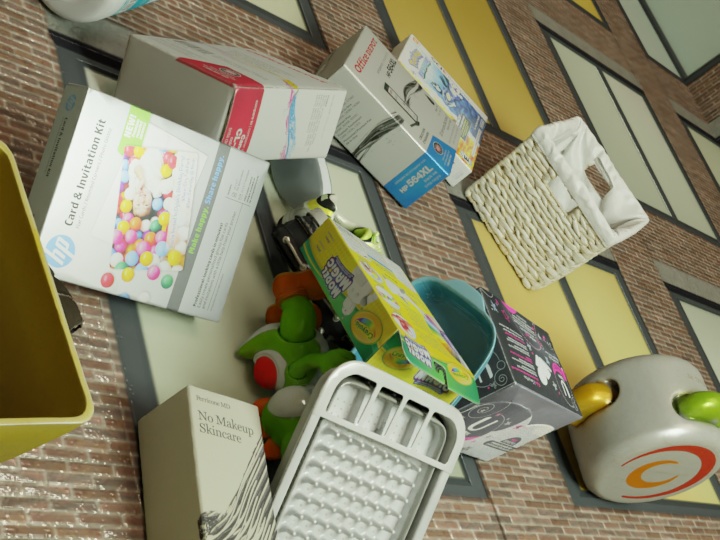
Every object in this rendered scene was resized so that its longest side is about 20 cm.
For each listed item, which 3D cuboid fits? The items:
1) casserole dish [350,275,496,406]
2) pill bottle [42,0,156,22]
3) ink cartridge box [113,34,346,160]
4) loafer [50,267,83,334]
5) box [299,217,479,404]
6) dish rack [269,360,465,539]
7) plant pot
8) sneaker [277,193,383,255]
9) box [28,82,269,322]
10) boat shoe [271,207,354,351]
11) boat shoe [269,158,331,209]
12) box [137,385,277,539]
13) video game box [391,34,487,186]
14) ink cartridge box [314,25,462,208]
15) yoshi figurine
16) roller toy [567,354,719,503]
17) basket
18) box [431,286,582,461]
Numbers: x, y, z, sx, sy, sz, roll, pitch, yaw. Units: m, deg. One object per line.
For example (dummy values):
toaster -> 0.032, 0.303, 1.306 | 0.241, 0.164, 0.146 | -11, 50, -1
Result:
casserole dish -> 0.052, 0.099, 1.107 | 0.121, 0.200, 0.039 | 38, -1, 30
pill bottle -> -0.251, -0.332, 1.188 | 0.111, 0.111, 0.200 | 51, 29, -5
ink cartridge box -> -0.131, -0.175, 1.162 | 0.147, 0.086, 0.200 | 28, 18, 27
loafer -> -0.241, 0.073, 0.812 | 0.071, 0.073, 0.200 | 40, 33, -22
box -> 0.027, 0.046, 1.025 | 0.117, 0.048, 0.200 | 34, 14, -40
dish rack -> -0.008, 0.185, 0.962 | 0.172, 0.044, 0.200 | 29, 81, -37
plant pot -> -0.308, 0.040, 0.648 | 0.200, 0.176, 0.200 | 6, 54, -52
sneaker -> 0.000, 0.000, 1.232 | 0.200, 0.076, 0.075 | 42, 30, -22
box -> -0.183, -0.053, 0.969 | 0.200, 0.041, 0.156 | 20, 87, -44
boat shoe -> -0.030, 0.037, 1.165 | 0.200, 0.060, 0.074 | 68, -13, -10
boat shoe -> -0.071, -0.150, 1.292 | 0.065, 0.074, 0.200 | 3, 57, -49
box -> -0.115, 0.196, 0.869 | 0.082, 0.068, 0.200 | 23, 42, -42
video game box -> 0.105, -0.241, 1.669 | 0.182, 0.047, 0.200 | 43, 31, -13
ink cartridge box -> 0.031, -0.203, 1.482 | 0.200, 0.084, 0.146 | 45, 31, -16
yoshi figurine -> -0.036, 0.101, 1.048 | 0.112, 0.112, 0.200 | 35, 37, -41
roller toy -> 0.354, 0.197, 1.429 | 0.183, 0.200, 0.140 | 74, 4, -53
basket -> 0.292, -0.099, 1.670 | 0.198, 0.161, 0.200 | 57, 30, 7
box -> 0.131, 0.120, 1.208 | 0.200, 0.132, 0.115 | 31, 35, -55
